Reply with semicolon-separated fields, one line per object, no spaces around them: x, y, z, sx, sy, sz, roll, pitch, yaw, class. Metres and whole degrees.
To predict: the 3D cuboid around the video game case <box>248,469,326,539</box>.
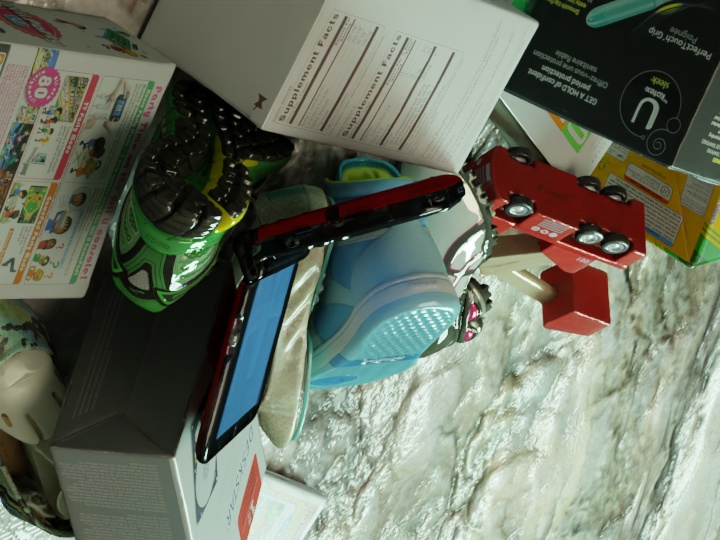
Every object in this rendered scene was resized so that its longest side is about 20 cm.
-0.126;0.225;1.447;0.200;0.024;0.182;-57;148;1;video game case

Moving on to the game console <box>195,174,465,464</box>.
-0.013;0.022;1.171;0.172;0.119;0.200;-15;-177;6;game console

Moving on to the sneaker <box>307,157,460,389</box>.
0.000;0.000;1.362;0.079;0.131;0.200;-3;161;-27;sneaker

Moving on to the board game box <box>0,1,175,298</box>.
-0.205;-0.063;1.045;0.200;0.064;0.148;2;117;-52;board game box

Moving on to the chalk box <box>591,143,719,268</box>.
0.290;-0.096;1.601;0.200;0.124;0.124;-11;127;-46;chalk box

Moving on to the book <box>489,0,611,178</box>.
0.140;-0.157;1.431;0.134;0.048;0.200;-53;145;-6;book

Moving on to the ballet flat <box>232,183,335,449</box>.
-0.062;0.030;1.334;0.062;0.067;0.200;-1;120;-19;ballet flat

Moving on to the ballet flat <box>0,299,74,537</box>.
-0.192;0.089;1.197;0.074;0.074;0.200;-41;145;-21;ballet flat

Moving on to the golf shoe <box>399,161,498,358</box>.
0.043;-0.009;1.409;0.088;0.077;0.200;-29;139;-23;golf shoe

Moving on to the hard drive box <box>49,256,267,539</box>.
-0.119;0.113;1.237;0.200;0.077;0.156;85;14;-47;hard drive box

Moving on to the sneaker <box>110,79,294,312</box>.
-0.097;-0.045;1.126;0.085;0.078;0.200;-58;-179;25;sneaker

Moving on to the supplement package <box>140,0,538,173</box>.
-0.009;-0.140;1.182;0.200;0.114;0.110;8;114;-55;supplement package

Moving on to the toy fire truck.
0.134;-0.019;1.502;0.200;0.049;0.141;19;147;-30;toy fire truck

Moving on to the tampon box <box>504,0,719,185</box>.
0.217;-0.174;1.348;0.126;0.150;0.200;12;105;-54;tampon box
